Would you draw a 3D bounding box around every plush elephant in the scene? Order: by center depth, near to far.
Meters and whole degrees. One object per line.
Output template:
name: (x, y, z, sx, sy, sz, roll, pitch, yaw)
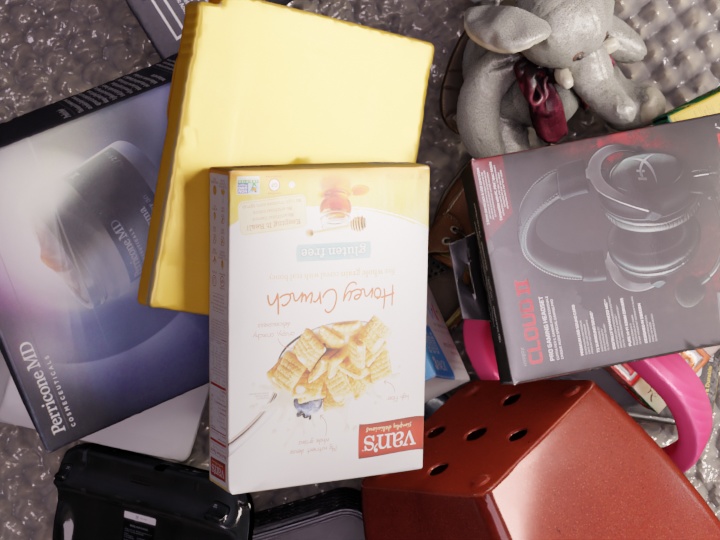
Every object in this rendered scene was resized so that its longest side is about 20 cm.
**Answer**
plush elephant: (0.142, -0.151, 1.109, 0.164, 0.155, 0.201, -32, 98, -13)

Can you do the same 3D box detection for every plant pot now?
plant pot: (0.115, 0.186, 1.103, 0.199, 0.199, 0.178, -38, 109, -34)

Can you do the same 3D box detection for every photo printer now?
photo printer: (-0.177, 0.030, 1.180, 0.165, 0.069, 0.202, 16, 99, -20)

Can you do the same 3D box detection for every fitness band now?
fitness band: (0.163, 0.078, 1.137, 0.200, 0.144, 0.037, 42, 52, -1)

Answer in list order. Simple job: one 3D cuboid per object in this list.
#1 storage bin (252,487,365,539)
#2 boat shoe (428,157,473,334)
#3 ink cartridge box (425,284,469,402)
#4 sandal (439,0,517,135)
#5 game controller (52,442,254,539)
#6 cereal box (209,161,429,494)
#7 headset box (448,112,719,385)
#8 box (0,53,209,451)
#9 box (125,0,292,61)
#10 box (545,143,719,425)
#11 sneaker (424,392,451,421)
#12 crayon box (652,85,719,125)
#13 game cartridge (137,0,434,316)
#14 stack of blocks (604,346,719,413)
storage bin: (-0.031, 0.284, 1.208, 0.134, 0.094, 0.203, -16, 92, 0)
boat shoe: (0.077, -0.007, 1.211, 0.071, 0.068, 0.202, 28, 91, -2)
ink cartridge box: (0.000, 0.000, 1.132, 0.067, 0.115, 0.202, -26, 78, 12)
sandal: (0.114, -0.192, 1.215, 0.081, 0.055, 0.202, 18, 77, -12)
game controller: (-0.160, 0.195, 1.180, 0.198, 0.042, 0.106, 7, 100, 38)
cereal box: (-0.026, 0.034, 0.996, 0.142, 0.039, 0.203, -4, 99, -28)
headset box: (0.159, -0.011, 1.040, 0.197, 0.077, 0.151, -10, 86, -3)
box: (-0.164, -0.016, 1.062, 0.196, 0.123, 0.202, -23, 107, -12)
box: (-0.110, -0.285, 1.168, 0.197, 0.123, 0.201, -32, 94, 2)
box: (0.207, 0.013, 1.226, 0.157, 0.049, 0.203, 9, 92, -3)
sneaker: (-0.013, 0.110, 1.197, 0.197, 0.084, 0.076, 7, 91, -13)
crayon box: (0.305, -0.044, 1.114, 0.118, 0.058, 0.202, -25, 91, -1)
game cartridge: (-0.046, -0.065, 1.013, 0.174, 0.032, 0.203, 10, 90, -29)
stack of blocks: (0.244, -0.008, 1.172, 0.115, 0.059, 0.200, 44, 90, -2)
